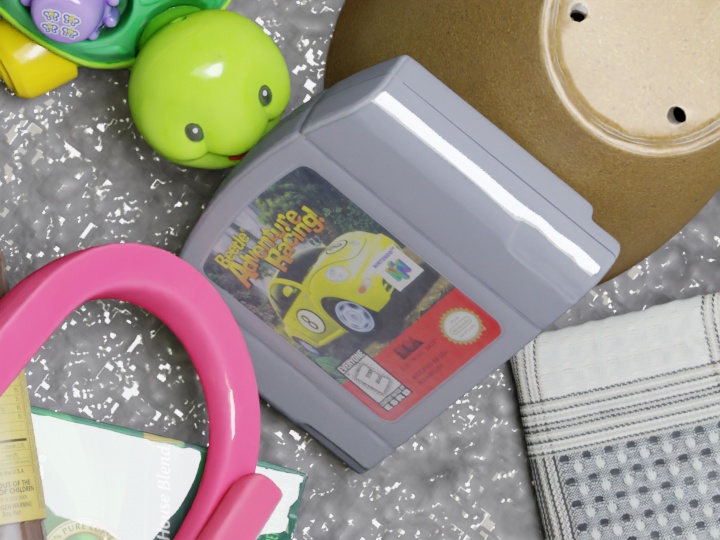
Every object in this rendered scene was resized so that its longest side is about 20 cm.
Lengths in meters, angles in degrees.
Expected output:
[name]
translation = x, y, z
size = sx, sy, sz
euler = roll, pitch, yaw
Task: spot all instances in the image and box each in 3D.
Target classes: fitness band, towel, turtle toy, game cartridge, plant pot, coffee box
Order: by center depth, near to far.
[fitness band]
translation = -0.108, 0.079, 0.898
size = 0.144, 0.037, 0.200
euler = 50, 49, -19
[game cartridge]
translation = 0.000, 0.000, 0.932
size = 0.133, 0.200, 0.041
euler = 41, 49, -4
[plant pot]
translation = 0.092, -0.082, 0.946
size = 0.186, 0.200, 0.187
euler = 0, 88, -10
[turtle toy]
translation = -0.097, -0.134, 0.961
size = 0.146, 0.101, 0.200
euler = -29, 93, -11
[coffee box]
translation = -0.134, 0.121, 0.972
size = 0.200, 0.044, 0.123
euler = 15, 84, -10
[towel]
translation = 0.171, 0.103, 0.985
size = 0.200, 0.035, 0.193
euler = -12, 90, 25

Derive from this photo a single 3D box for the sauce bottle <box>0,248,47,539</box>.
[sauce bottle]
translation = -0.170, 0.027, 0.919
size = 0.065, 0.065, 0.200
euler = -9, 83, -11
